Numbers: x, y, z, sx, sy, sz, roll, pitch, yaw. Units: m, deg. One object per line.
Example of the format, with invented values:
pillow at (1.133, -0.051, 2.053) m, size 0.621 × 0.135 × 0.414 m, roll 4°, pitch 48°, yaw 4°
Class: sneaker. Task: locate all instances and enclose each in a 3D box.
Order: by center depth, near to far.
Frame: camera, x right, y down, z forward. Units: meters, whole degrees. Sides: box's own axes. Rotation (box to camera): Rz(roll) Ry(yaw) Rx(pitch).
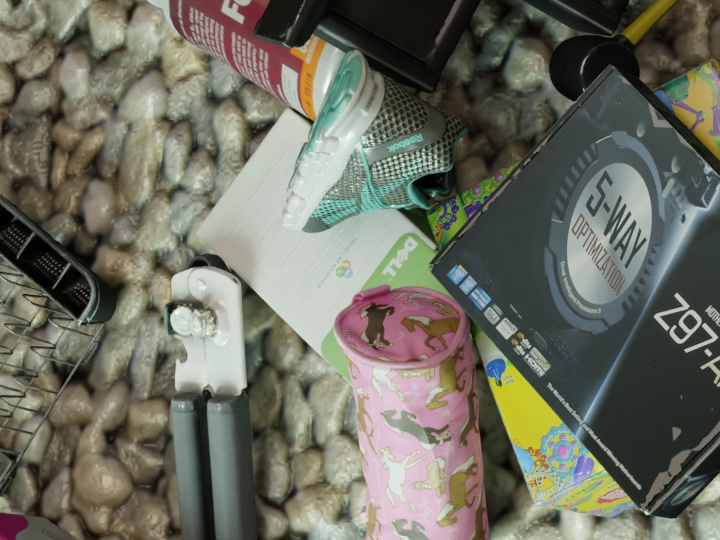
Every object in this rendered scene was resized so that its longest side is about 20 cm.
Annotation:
sneaker at (0.009, -0.058, 1.672) m, size 0.091 × 0.200 × 0.078 m, roll 21°, pitch 74°, yaw -4°

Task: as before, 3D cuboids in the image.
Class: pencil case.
pencil case at (0.032, 0.104, 1.685) m, size 0.086 × 0.083 × 0.201 m, roll 9°, pitch 129°, yaw 19°

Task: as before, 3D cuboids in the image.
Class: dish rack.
dish rack at (-0.262, 0.054, 1.924) m, size 0.153 × 0.054 × 0.200 m, roll 38°, pitch 100°, yaw 28°

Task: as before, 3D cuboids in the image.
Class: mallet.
mallet at (0.188, -0.170, 1.664) m, size 0.200 × 0.066 × 0.041 m, roll -46°, pitch 105°, yaw -13°

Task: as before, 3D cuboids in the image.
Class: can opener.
can opener at (-0.088, 0.091, 1.816) m, size 0.052 × 0.066 × 0.201 m, roll 3°, pitch 99°, yaw 30°

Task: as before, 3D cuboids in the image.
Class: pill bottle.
pill bottle at (-0.055, -0.179, 1.816) m, size 0.200 × 0.114 × 0.114 m, roll 33°, pitch 98°, yaw 27°

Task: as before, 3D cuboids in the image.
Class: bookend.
bookend at (0.073, -0.179, 1.690) m, size 0.198 × 0.092 × 0.201 m, roll 29°, pitch 90°, yaw -15°

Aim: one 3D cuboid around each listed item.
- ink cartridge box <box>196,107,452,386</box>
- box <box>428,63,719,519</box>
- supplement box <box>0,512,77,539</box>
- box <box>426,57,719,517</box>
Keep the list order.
ink cartridge box at (0.000, 0.000, 1.789) m, size 0.200 × 0.059 × 0.104 m, roll 44°, pitch 103°, yaw 26°
box at (0.157, 0.012, 1.576) m, size 0.160 × 0.043 × 0.200 m, roll -47°, pitch 65°, yaw 14°
supplement box at (-0.182, 0.245, 1.824) m, size 0.200 × 0.101 × 0.104 m, roll 32°, pitch 98°, yaw 29°
box at (0.175, 0.015, 1.659) m, size 0.199 × 0.122 × 0.193 m, roll -27°, pitch 71°, yaw 21°
